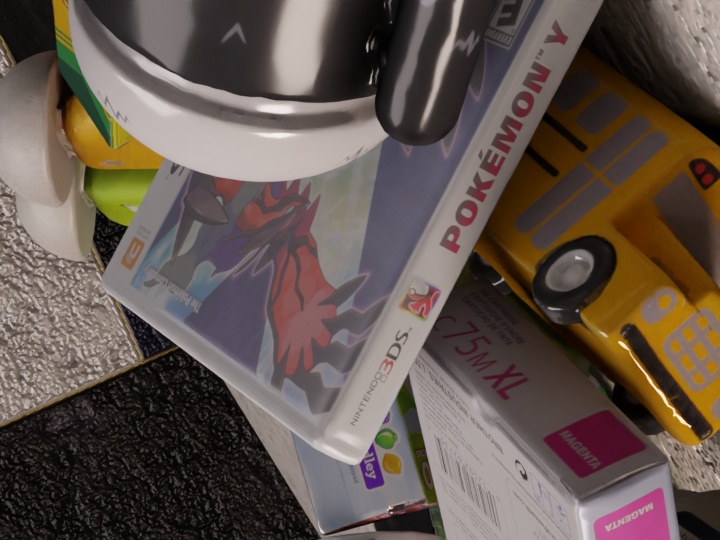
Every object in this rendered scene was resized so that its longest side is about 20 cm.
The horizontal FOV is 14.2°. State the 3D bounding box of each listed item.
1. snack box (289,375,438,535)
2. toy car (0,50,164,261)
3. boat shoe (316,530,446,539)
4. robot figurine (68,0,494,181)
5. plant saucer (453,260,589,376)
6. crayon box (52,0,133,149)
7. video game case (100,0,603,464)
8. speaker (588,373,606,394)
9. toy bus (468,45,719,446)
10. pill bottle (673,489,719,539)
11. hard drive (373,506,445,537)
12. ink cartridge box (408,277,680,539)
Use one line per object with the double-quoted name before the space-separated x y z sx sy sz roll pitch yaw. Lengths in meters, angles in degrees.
"snack box" 0.000 0.000 1.174 0.142 0.053 0.201 -2 -105 -70
"toy car" -0.105 -0.092 1.575 0.200 0.174 0.151 79 -168 -70
"boat shoe" 0.042 0.159 1.176 0.202 0.074 0.086 24 -122 -62
"robot figurine" -0.021 -0.121 0.879 0.151 0.124 0.200 -85 8 -50
"plant saucer" 0.037 -0.028 1.121 0.200 0.031 0.200 51 -162 -23
"crayon box" -0.070 -0.124 1.261 0.051 0.127 0.200 56 171 4
"video game case" -0.008 -0.046 0.983 0.023 0.183 0.200 27 -178 -30
"speaker" 0.117 0.140 1.305 0.200 0.088 0.088 57 172 0
"toy bus" 0.072 -0.022 0.956 0.065 0.078 0.200 52 176 -34
"pill bottle" 0.147 0.142 1.040 0.111 0.111 0.200 59 172 -16
"hard drive" 0.064 0.150 1.342 0.140 0.038 0.200 34 -147 -42
"ink cartridge box" 0.069 0.113 0.952 0.119 0.042 0.201 47 153 50
